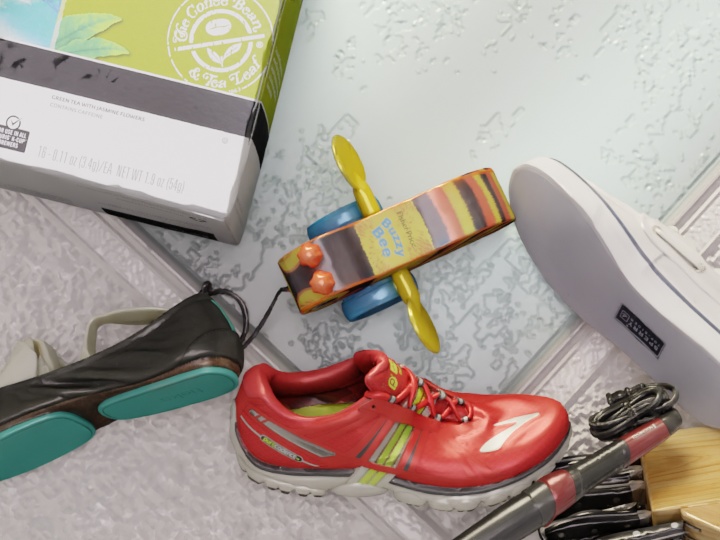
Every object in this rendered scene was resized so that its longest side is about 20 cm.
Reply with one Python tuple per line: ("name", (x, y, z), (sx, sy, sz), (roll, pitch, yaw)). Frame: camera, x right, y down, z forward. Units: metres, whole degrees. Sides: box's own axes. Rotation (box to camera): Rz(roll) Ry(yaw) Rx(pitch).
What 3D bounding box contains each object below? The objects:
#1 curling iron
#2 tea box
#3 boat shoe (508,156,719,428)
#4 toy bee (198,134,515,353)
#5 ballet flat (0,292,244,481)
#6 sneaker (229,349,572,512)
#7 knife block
("curling iron", (0.102, 0.126, 1.650), (0.200, 0.050, 0.026), (-37, 113, -20))
("tea box", (-0.144, -0.136, 1.704), (0.199, 0.134, 0.197), (13, 84, 2))
("boat shoe", (0.169, 0.006, 1.727), (0.065, 0.074, 0.200), (-31, 75, -36))
("toy bee", (0.000, 0.000, 1.702), (0.131, 0.109, 0.200), (44, 86, 3))
("ballet flat", (-0.161, 0.067, 1.715), (0.199, 0.068, 0.069), (-20, 63, 10))
("sneaker", (0.024, 0.085, 1.692), (0.199, 0.077, 0.085), (-1, 126, -1))
("knife block", (0.196, 0.128, 1.703), (0.175, 0.064, 0.200), (23, 48, 35))
